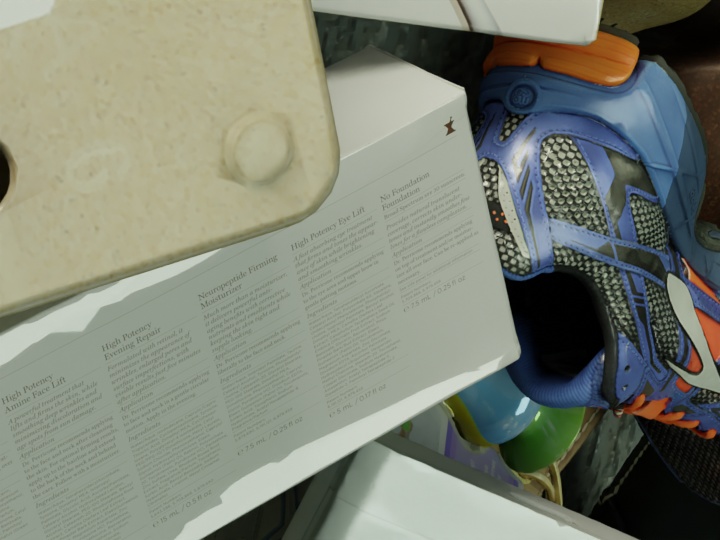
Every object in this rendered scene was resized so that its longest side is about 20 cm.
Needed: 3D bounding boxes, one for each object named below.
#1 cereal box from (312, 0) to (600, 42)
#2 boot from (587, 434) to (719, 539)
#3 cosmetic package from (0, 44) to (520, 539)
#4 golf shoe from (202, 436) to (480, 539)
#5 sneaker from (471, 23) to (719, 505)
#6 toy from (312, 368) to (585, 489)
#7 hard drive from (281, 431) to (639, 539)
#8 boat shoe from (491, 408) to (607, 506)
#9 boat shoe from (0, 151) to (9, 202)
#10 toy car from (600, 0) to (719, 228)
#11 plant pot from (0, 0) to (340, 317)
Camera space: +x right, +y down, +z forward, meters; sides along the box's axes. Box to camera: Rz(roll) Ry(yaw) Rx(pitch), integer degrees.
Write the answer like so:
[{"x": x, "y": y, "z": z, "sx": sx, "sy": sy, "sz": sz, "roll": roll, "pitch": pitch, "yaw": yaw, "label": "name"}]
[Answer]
[{"x": -0.028, "y": -0.140, "z": 0.644, "sx": 0.198, "sy": 0.040, "sz": 0.145, "roll": 6, "pitch": 109, "yaw": -7, "label": "cereal box"}, {"x": 0.077, "y": 0.139, "z": 0.947, "sx": 0.153, "sy": 0.073, "sz": 0.204, "roll": -31, "pitch": 152, "yaw": -31, "label": "boot"}, {"x": -0.058, "y": 0.024, "z": 0.651, "sx": 0.199, "sy": 0.051, "sz": 0.083, "roll": -28, "pitch": 125, "yaw": -23, "label": "cosmetic package"}, {"x": -0.028, "y": 0.057, "z": 0.820, "sx": 0.200, "sy": 0.078, "sz": 0.097, "roll": -52, "pitch": 133, "yaw": -16, "label": "golf shoe"}, {"x": 0.072, "y": 0.014, "z": 0.767, "sx": 0.079, "sy": 0.075, "sz": 0.200, "roll": -57, "pitch": 136, "yaw": -21, "label": "sneaker"}, {"x": 0.000, "y": 0.000, "z": 0.755, "sx": 0.200, "sy": 0.047, "sz": 0.116, "roll": 37, "pitch": 48, "yaw": -39, "label": "toy"}, {"x": 0.006, "y": 0.155, "z": 0.760, "sx": 0.131, "sy": 0.026, "sz": 0.201, "roll": 24, "pitch": 97, "yaw": -26, "label": "hard drive"}, {"x": 0.035, "y": 0.083, "z": 0.904, "sx": 0.200, "sy": 0.066, "sz": 0.074, "roll": -42, "pitch": 136, "yaw": -25, "label": "boat shoe"}, {"x": -0.085, "y": 0.043, "z": 0.718, "sx": 0.071, "sy": 0.076, "sz": 0.201, "roll": -16, "pitch": 109, "yaw": -19, "label": "boat shoe"}, {"x": 0.069, "y": -0.091, "z": 0.789, "sx": 0.199, "sy": 0.164, "sz": 0.159, "roll": 18, "pitch": 96, "yaw": -40, "label": "toy car"}, {"x": -0.106, "y": -0.073, "z": 0.508, "sx": 0.199, "sy": 0.177, "sz": 0.201, "roll": -17, "pitch": 110, "yaw": -18, "label": "plant pot"}]
